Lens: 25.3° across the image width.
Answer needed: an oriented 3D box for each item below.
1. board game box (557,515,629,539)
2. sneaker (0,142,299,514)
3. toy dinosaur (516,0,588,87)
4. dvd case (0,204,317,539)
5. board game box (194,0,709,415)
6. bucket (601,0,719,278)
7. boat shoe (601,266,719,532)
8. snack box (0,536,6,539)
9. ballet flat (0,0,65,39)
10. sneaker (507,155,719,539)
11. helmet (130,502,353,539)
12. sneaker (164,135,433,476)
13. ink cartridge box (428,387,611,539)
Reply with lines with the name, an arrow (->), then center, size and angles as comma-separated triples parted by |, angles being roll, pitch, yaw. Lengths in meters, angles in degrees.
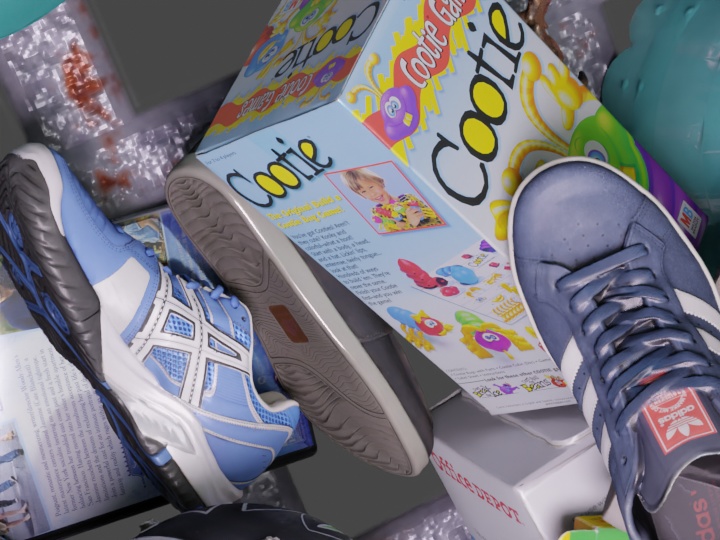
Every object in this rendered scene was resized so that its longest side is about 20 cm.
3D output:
board game box -> 0.172, 0.159, 0.734 | 0.199, 0.030, 0.096 | 1, 96, -22
sneaker -> -0.100, 0.022, 0.740 | 0.077, 0.076, 0.201 | -38, 117, -17
toy dinosaur -> 0.049, -0.170, 0.776 | 0.135, 0.086, 0.201 | 10, 78, -31
dvd case -> -0.128, 0.052, 0.776 | 0.199, 0.018, 0.144 | -16, 103, -17
board game box -> 0.046, -0.038, 0.715 | 0.200, 0.105, 0.103 | 41, 57, -26
bucket -> 0.236, -0.070, 0.820 | 0.206, 0.135, 0.209 | -3, 100, -17
boat shoe -> 0.186, 0.038, 0.688 | 0.092, 0.075, 0.201 | 29, 82, 8
snack box -> -0.238, 0.144, 0.728 | 0.200, 0.037, 0.116 | 37, 90, -13
ballet flat -> -0.120, -0.173, 0.733 | 0.199, 0.069, 0.063 | -34, 79, -14
sneaker -> 0.115, 0.046, 0.610 | 0.075, 0.085, 0.201 | -28, 84, 8
helmet -> -0.056, 0.202, 0.699 | 0.200, 0.200, 0.191 | 45, 67, -19
sneaker -> 0.000, 0.000, 0.777 | 0.106, 0.075, 0.201 | -47, 119, -30
ink cartridge box -> 0.147, 0.133, 0.813 | 0.144, 0.145, 0.201 | -32, 107, -12
